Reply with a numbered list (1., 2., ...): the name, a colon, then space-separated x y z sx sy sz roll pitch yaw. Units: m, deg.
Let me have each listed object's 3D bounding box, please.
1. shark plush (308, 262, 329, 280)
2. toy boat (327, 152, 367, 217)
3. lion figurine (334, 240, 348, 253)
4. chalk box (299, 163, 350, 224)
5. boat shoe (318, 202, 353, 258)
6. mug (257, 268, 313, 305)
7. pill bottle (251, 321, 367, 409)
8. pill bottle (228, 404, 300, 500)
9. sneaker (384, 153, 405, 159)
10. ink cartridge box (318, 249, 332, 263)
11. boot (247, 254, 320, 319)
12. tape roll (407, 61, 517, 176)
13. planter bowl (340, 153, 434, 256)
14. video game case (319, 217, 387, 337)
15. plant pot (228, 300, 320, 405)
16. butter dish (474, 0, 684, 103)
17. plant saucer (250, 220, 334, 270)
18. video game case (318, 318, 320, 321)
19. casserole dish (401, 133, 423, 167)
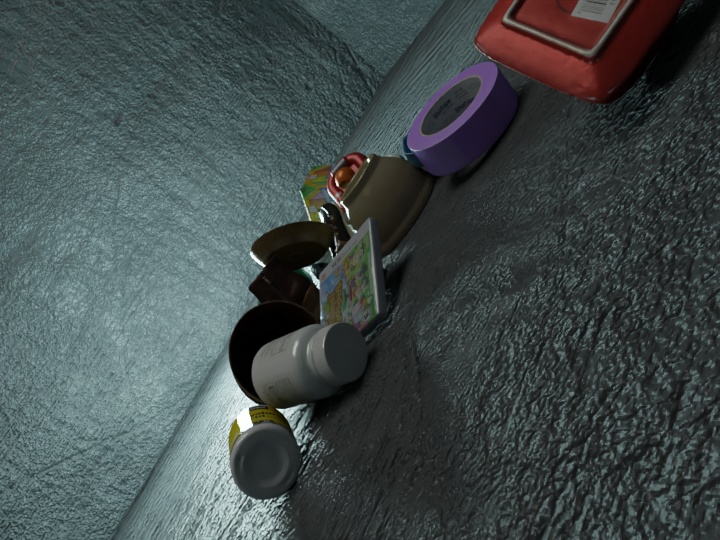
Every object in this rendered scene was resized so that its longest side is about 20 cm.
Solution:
1. shark plush: -0.068 0.014 1.489 0.092 0.082 0.200 -55 11 0
2. toy boat: -0.014 -0.199 1.560 0.131 0.130 0.201 -46 58 11
3. lion figurine: 0.000 0.000 1.292 0.123 0.073 0.198 -48 31 -16
4. chalk box: -0.043 -0.207 1.784 0.194 0.126 0.126 -5 36 21
5. boat shoe: -0.065 -0.097 1.596 0.203 0.061 0.075 -119 28 -44
6. mug: -0.159 0.068 1.559 0.153 0.111 0.191 63 -141 -67
7. pill bottle: -0.081 0.150 1.064 0.198 0.114 0.116 -25 30 46
8. pill bottle: -0.161 0.284 1.077 0.113 0.110 0.200 -57 11 -7
9. sneaker: 0.046 -0.199 1.646 0.201 0.075 0.082 -48 36 20
10. ink cartridge box: -0.079 -0.052 1.755 0.118 0.066 0.200 -57 11 -10
11. boot: -0.181 0.092 1.442 0.202 0.165 0.072 -54 3 2
12. tape roll: 0.174 -0.262 1.147 0.198 0.066 0.203 -37 27 22
13. planter bowl: 0.041 -0.150 1.349 0.202 0.133 0.201 -53 11 15
14. video game case: -0.018 0.040 1.153 0.182 0.022 0.205 -47 37 40
15. plant pot: -0.165 0.185 1.265 0.190 0.183 0.201 -61 0 -27
16. butter dish: 0.265 -0.272 0.746 0.199 0.147 0.202 39 94 38
17. plant saucer: -0.148 -0.045 1.486 0.200 0.195 0.036 -43 57 48
18. video game case: -0.062 0.106 1.382 0.200 0.019 0.145 -47 15 38
19. casserole dish: 0.144 -0.256 1.337 0.118 0.040 0.201 -18 23 10
